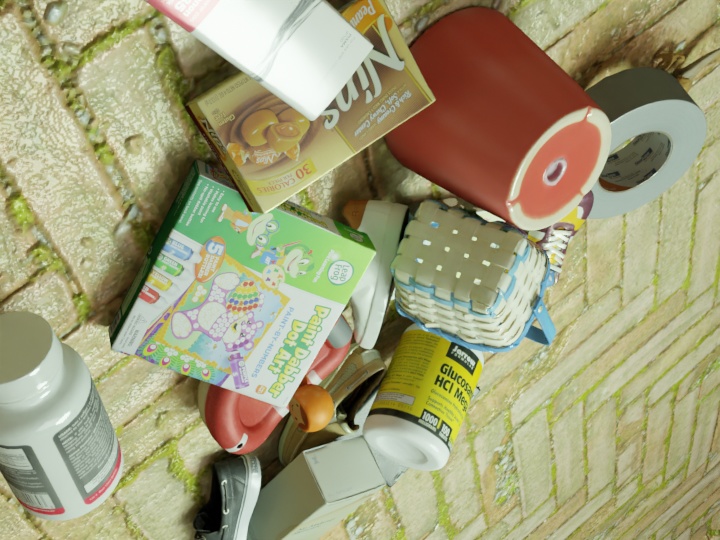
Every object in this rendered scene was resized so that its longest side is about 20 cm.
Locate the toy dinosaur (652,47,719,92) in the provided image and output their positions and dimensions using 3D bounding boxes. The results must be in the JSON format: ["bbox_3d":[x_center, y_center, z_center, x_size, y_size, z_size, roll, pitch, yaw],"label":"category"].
[{"bbox_3d":[0.427,-0.256,1.353,0.200,0.061,0.106,-44,158,14],"label":"toy dinosaur"}]

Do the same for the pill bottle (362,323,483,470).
[{"bbox_3d":[0.088,0.138,1.274,0.201,0.112,0.113,-65,152,-27],"label":"pill bottle"}]

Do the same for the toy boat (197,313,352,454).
[{"bbox_3d":[-0.080,0.129,1.131,0.200,0.131,0.131,-43,144,-5],"label":"toy boat"}]

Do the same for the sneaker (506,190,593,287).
[{"bbox_3d":[0.237,-0.029,1.278,0.074,0.091,0.200,6,147,-15],"label":"sneaker"}]

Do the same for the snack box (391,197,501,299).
[{"bbox_3d":[0.111,-0.033,1.248,0.199,0.037,0.117,-10,132,-39],"label":"snack box"}]

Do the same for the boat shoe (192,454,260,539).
[{"bbox_3d":[-0.176,0.312,1.268,0.066,0.070,0.201,2,127,-25],"label":"boat shoe"}]

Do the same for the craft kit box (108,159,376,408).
[{"bbox_3d":[-0.116,0.020,1.000,0.196,0.049,0.201,21,109,-27],"label":"craft kit box"}]

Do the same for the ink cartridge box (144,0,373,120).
[{"bbox_3d":[-0.102,-0.215,0.770,0.083,0.147,0.200,-50,144,8],"label":"ink cartridge box"}]

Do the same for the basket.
[{"bbox_3d":[0.126,0.016,1.107,0.140,0.175,0.200,-62,158,-16],"label":"basket"}]

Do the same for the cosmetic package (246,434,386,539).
[{"bbox_3d":[-0.068,0.292,1.290,0.103,0.073,0.200,-8,152,-40],"label":"cosmetic package"}]

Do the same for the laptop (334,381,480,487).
[{"bbox_3d":[0.070,0.201,1.454,0.187,0.116,0.200,-47,115,0],"label":"laptop"}]

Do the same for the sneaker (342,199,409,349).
[{"bbox_3d":[0.000,0.000,1.146,0.073,0.084,0.201,-69,170,-52],"label":"sneaker"}]

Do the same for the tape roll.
[{"bbox_3d":[0.331,-0.158,1.283,0.199,0.066,0.201,-16,143,-12],"label":"tape roll"}]

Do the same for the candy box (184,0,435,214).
[{"bbox_3d":[-0.043,-0.153,0.922,0.199,0.055,0.116,-35,107,-16],"label":"candy box"}]

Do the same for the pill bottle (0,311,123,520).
[{"bbox_3d":[-0.294,0.134,0.937,0.110,0.111,0.201,-30,141,-21],"label":"pill bottle"}]

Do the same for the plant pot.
[{"bbox_3d":[0.150,-0.147,1.062,0.200,0.177,0.201,-26,140,-24],"label":"plant pot"}]

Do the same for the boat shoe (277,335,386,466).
[{"bbox_3d":[-0.035,0.181,1.272,0.071,0.076,0.201,8,119,-48],"label":"boat shoe"}]
